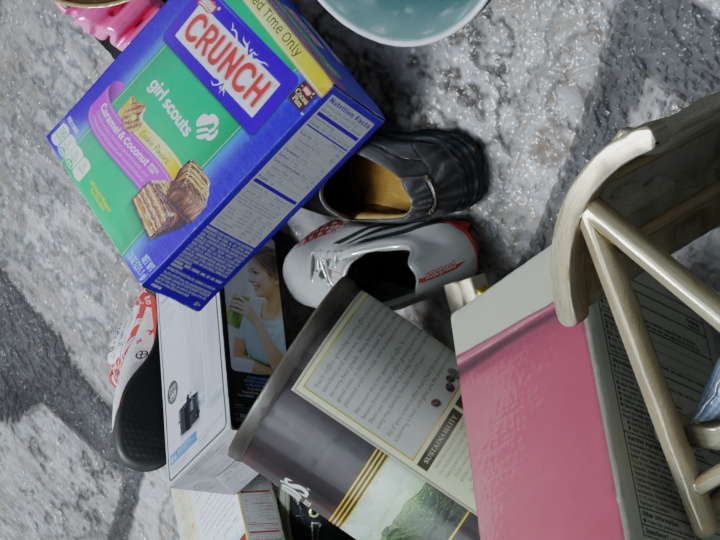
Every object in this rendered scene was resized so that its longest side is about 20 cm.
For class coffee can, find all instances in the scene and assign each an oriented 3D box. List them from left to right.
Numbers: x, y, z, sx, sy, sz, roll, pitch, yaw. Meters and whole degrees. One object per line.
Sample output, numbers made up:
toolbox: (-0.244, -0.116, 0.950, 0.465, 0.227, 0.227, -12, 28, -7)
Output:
coffee can: (0.032, 0.119, 1.092, 0.199, 0.147, 0.147, 33, 131, 4)

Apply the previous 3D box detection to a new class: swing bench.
swing bench: (0.220, 0.002, 0.889, 0.201, 0.198, 0.130, 56, 135, 9)

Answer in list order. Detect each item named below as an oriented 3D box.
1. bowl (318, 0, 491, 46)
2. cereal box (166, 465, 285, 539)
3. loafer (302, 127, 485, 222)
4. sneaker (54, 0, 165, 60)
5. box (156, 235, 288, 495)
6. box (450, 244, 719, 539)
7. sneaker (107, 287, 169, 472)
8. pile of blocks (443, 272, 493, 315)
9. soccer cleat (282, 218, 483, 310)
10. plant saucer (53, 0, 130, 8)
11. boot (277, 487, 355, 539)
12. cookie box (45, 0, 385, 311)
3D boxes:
bowl: (0.047, -0.250, 1.013, 0.200, 0.105, 0.202, 19, 120, 38)
cereal box: (-0.117, 0.188, 1.348, 0.144, 0.039, 0.201, -56, 41, 47)
loafer: (-0.006, -0.069, 1.169, 0.199, 0.072, 0.073, 1, 110, 45)
sneaker: (-0.163, -0.175, 1.287, 0.200, 0.079, 0.095, 50, 175, -1)
box: (-0.109, 0.061, 1.265, 0.117, 0.060, 0.201, -44, 44, 47)
box: (0.141, 0.103, 0.936, 0.109, 0.127, 0.201, -36, 45, 37)
sneaker: (-0.177, 0.098, 1.350, 0.108, 0.067, 0.202, 128, 154, -49)
pile of blocks: (0.151, 0.053, 1.086, 0.200, 0.062, 0.082, 38, 114, 19)
soccer cleat: (0.000, 0.000, 1.184, 0.199, 0.085, 0.069, -5, 105, 45)
plant saucer: (-0.184, -0.291, 1.216, 0.199, 0.035, 0.202, -3, 81, 20)
boot: (0.012, 0.176, 1.262, 0.153, 0.073, 0.205, 16, 120, 35)
cookie box: (-0.109, -0.104, 1.163, 0.200, 0.075, 0.171, -45, 57, 12)
